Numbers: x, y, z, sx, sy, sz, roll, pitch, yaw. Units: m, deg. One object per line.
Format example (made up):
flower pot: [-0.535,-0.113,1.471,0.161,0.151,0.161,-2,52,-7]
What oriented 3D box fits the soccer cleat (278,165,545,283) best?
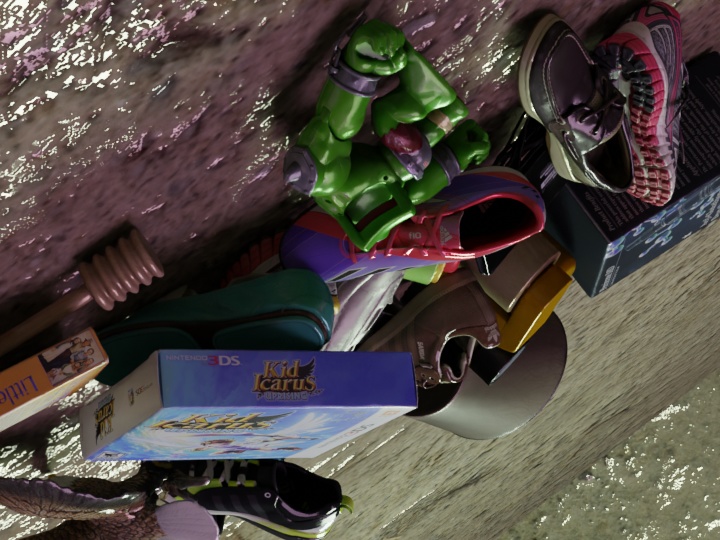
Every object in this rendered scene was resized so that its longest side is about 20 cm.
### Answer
soccer cleat: [0.038,-0.031,1.079,0.198,0.069,0.073,-12,-162,-7]

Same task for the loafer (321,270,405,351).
loafer: [0.000,0.000,1.174,0.070,0.070,0.200,3,129,-55]

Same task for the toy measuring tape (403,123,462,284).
toy measuring tape: [0.060,-0.040,1.188,0.073,0.074,0.200,-26,163,-23]

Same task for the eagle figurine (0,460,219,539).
eagle figurine: [-0.232,0.203,1.215,0.199,0.153,0.151,-26,180,-39]

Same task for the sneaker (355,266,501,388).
sneaker: [0.052,0.077,1.299,0.070,0.076,0.200,-20,161,-36]

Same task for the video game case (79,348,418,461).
video game case: [-0.086,0.103,1.092,0.199,0.046,0.181,2,160,-27]

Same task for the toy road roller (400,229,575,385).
toy road roller: [0.135,-0.006,1.350,0.146,0.123,0.200,-42,167,-28]

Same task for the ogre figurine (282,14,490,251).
ogre figurine: [0.014,-0.083,0.983,0.120,0.098,0.200,-48,172,3]

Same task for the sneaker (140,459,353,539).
sneaker: [-0.101,0.189,1.361,0.199,0.072,0.083,18,141,-15]

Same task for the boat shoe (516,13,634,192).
boat shoe: [0.174,-0.126,1.136,0.073,0.065,0.200,-57,150,-9]

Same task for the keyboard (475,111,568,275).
keyboard: [0.145,-0.097,1.223,0.200,0.039,0.104,-50,151,-20]

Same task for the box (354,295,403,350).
box: [-0.063,0.081,1.316,0.200,0.050,0.158,-39,162,10]

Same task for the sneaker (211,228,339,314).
sneaker: [-0.097,0.056,1.149,0.200,0.082,0.078,-43,160,25]

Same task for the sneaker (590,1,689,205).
sneaker: [0.241,-0.131,1.222,0.075,0.080,0.201,-48,151,-24]

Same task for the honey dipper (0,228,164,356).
honey dipper: [-0.222,0.040,0.977,0.199,0.038,0.038,-32,161,2]

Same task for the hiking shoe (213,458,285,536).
hiking shoe: [-0.095,0.182,1.449,0.200,0.087,0.074,-37,161,8]

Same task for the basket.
basket: [0.101,0.098,1.520,0.180,0.136,0.200,-42,156,19]

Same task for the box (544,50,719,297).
box: [0.276,-0.088,1.396,0.199,0.107,0.149,-31,162,-9]

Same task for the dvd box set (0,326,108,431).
dvd box set: [-0.272,0.105,0.987,0.199,0.030,0.146,-28,178,-22]

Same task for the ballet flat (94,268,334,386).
ballet flat: [-0.109,0.040,1.088,0.199,0.071,0.068,-11,128,18]
